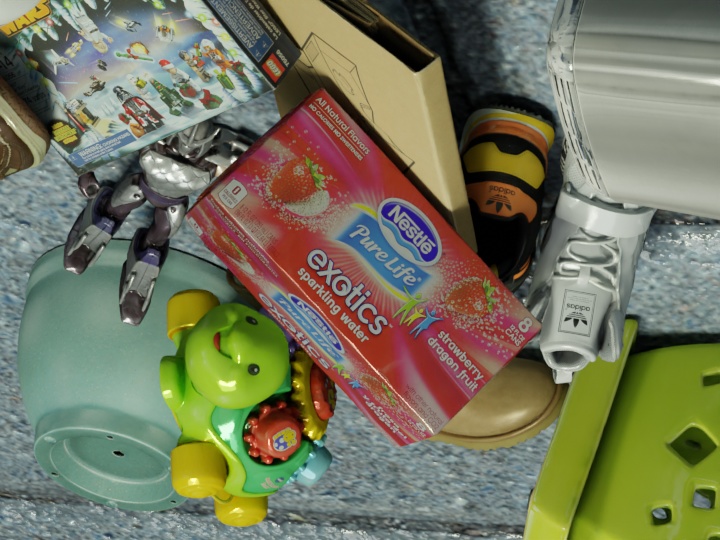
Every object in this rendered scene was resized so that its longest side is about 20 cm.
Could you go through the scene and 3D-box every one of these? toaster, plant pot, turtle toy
[{"bbox_3d":[0.184,-0.110,1.605,0.128,0.114,0.200,5,150,20],"label":"toaster"},{"bbox_3d":[0.213,0.162,1.961,0.181,0.201,0.199,17,150,8],"label":"plant pot"},{"bbox_3d":[-0.162,0.089,2.059,0.199,0.135,0.201,10,149,6],"label":"plant pot"},{"bbox_3d":[-0.074,0.081,1.901,0.101,0.147,0.200,-10,158,16],"label":"turtle toy"}]

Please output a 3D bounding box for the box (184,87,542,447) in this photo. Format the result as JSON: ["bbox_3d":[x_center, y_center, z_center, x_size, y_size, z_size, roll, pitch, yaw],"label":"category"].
[{"bbox_3d":[0.000,0.000,1.718,0.200,0.100,0.095,48,164,-3],"label":"box"}]

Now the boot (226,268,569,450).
[{"bbox_3d":[0.027,0.048,1.979,0.174,0.066,0.200,-8,141,33],"label":"boot"}]

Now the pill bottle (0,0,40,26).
[{"bbox_3d":[-0.248,-0.187,1.670,0.199,0.111,0.111,-19,135,43],"label":"pill bottle"}]

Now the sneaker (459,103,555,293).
[{"bbox_3d":[0.078,-0.020,1.819,0.070,0.090,0.200,13,149,3],"label":"sneaker"}]

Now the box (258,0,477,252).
[{"bbox_3d":[-0.001,-0.104,1.704,0.163,0.021,0.200,39,160,29],"label":"box"}]

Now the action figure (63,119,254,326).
[{"bbox_3d":[-0.135,-0.048,1.892,0.130,0.070,0.200,29,143,-6],"label":"action figure"}]

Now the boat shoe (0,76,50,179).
[{"bbox_3d":[-0.250,-0.076,1.812,0.075,0.075,0.202,47,167,-6],"label":"boat shoe"}]

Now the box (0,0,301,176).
[{"bbox_3d":[-0.148,-0.143,1.730,0.200,0.040,0.137,-20,116,46],"label":"box"}]

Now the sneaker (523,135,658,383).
[{"bbox_3d":[0.148,-0.014,1.773,0.075,0.115,0.200,13,149,0],"label":"sneaker"}]
